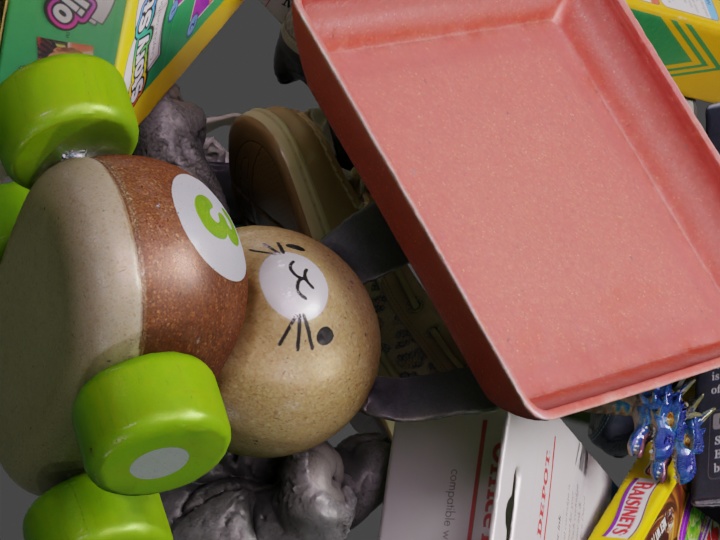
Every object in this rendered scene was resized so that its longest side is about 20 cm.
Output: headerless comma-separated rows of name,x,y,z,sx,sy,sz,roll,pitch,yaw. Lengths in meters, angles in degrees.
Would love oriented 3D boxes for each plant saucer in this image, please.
plant saucer,0.075,-0.033,1.224,0.199,0.037,0.201,-13,68,-47

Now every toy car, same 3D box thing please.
toy car,-0.040,0.018,1.159,0.199,0.158,0.165,-4,58,-25

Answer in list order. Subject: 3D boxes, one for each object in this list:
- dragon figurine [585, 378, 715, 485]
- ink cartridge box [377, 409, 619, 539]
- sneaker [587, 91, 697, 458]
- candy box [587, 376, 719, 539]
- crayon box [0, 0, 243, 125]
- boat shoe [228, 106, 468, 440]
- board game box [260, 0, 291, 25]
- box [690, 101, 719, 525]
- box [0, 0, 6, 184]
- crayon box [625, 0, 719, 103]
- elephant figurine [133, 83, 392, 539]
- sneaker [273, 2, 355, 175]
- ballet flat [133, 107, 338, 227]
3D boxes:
dragon figurine,0.104,0.014,1.342,0.099,0.059,0.201,-6,52,5
ink cartridge box,0.056,0.124,1.271,0.066,0.200,0.117,1,70,20
sneaker,0.108,-0.005,1.424,0.086,0.078,0.201,11,59,-14
candy box,0.138,0.131,1.340,0.200,0.026,0.103,-50,138,-52
crayon box,-0.081,-0.169,1.216,0.058,0.201,0.173,22,36,10
boat shoe,0.000,0.000,1.315,0.063,0.073,0.201,-35,130,-14
board game box,-0.011,-0.179,1.412,0.200,0.046,0.152,46,41,-5
box,0.247,0.041,1.395,0.196,0.117,0.201,36,53,-51
box,-0.176,-0.131,1.247,0.096,0.176,0.201,23,61,9
crayon box,0.130,-0.150,1.436,0.199,0.052,0.126,10,48,-38
elephant figurine,-0.091,0.051,1.268,0.200,0.141,0.155,49,37,-6
sneaker,0.039,-0.061,1.317,0.200,0.087,0.074,43,38,1
ballet flat,-0.036,-0.040,1.361,0.199,0.073,0.074,-5,74,-26
